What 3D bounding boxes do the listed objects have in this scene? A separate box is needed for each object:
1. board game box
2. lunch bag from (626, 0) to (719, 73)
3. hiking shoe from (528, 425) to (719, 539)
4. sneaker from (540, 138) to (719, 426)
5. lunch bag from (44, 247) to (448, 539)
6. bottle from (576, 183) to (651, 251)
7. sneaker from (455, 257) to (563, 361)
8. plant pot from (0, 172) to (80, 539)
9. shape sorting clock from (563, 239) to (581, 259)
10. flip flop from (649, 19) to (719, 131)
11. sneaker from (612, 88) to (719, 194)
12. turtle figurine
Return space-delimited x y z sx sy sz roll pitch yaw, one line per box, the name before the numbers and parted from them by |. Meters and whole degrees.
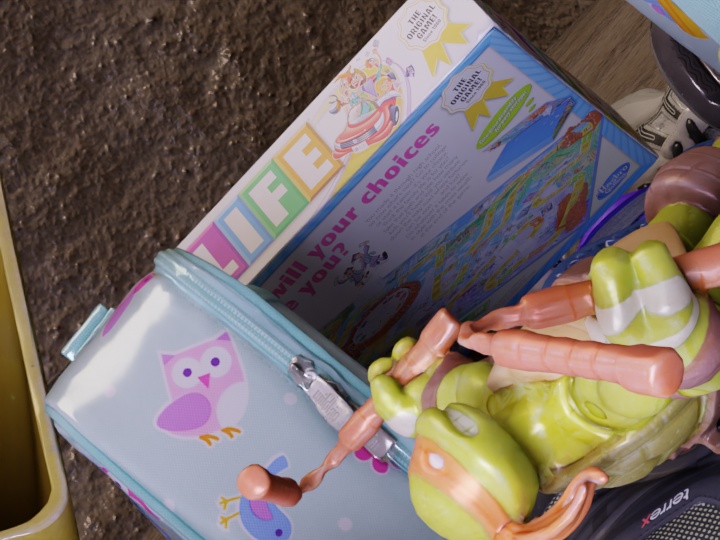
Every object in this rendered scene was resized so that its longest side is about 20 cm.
board game box | 0.000 0.000 0.928 0.200 0.034 0.134 -46 -34 9
lunch bag | 0.145 -0.093 0.722 0.122 0.170 0.200 -47 -1 33
hiking shoe | 0.058 0.088 0.607 0.101 0.076 0.200 -46 2 -31
sneaker | 0.105 0.017 0.723 0.070 0.078 0.200 -11 12 27
lunch bag | -0.013 0.071 0.797 0.077 0.160 0.200 -47 -13 -8
bottle | 0.118 0.000 0.953 0.083 0.065 0.200 -37 2 -5
sneaker | 0.030 0.069 1.062 0.200 0.076 0.088 -50 18 33
plant pot | -0.180 0.106 0.852 0.200 0.177 0.200 -17 38 -4
shape sorting clock | 0.061 0.005 1.152 0.200 0.039 0.200 -177 90 -76
flip flop | 0.156 -0.073 0.892 0.058 0.081 0.200 -35 -8 35
sneaker | 0.147 -0.044 1.101 0.088 0.076 0.200 -67 7 -27
turtle figurine | 0.065 0.008 0.557 0.161 0.064 0.200 -43 3 -21
